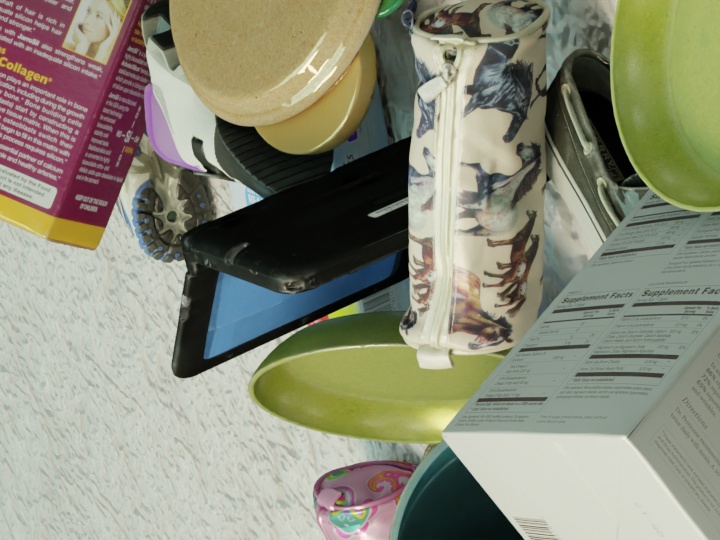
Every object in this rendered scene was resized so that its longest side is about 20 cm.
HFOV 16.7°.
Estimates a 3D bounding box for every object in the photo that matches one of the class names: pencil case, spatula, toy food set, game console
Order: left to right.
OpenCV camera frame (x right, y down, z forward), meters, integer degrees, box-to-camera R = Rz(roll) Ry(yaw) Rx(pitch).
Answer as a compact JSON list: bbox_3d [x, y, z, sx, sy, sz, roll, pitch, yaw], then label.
[{"bbox_3d":[-0.082,-0.072,1.630,0.200,0.021,0.057,32,131,46],"label":"spatula"},{"bbox_3d":[-0.042,-0.182,1.489,0.200,0.049,0.198,34,105,46],"label":"toy food set"},{"bbox_3d":[0.000,0.000,1.472,0.176,0.200,0.116,19,127,52],"label":"game console"},{"bbox_3d":[0.023,0.234,1.724,0.087,0.087,0.200,16,124,54],"label":"pencil case"},{"bbox_3d":[0.060,-0.049,1.337,0.078,0.089,0.200,17,116,36],"label":"pencil case"}]

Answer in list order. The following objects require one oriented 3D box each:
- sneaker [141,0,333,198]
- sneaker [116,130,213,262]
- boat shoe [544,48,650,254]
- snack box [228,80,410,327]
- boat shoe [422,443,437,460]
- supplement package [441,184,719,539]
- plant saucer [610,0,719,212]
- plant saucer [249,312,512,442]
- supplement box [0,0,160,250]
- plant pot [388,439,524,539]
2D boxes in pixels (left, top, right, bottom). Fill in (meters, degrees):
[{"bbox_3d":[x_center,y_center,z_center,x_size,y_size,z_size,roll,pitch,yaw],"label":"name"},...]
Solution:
[{"bbox_3d":[-0.077,-0.089,1.567,0.200,0.074,0.089,53,149,42],"label":"sneaker"},{"bbox_3d":[-0.171,-0.106,1.810,0.085,0.077,0.200,32,135,56],"label":"sneaker"},{"bbox_3d":[0.159,-0.032,1.320,0.200,0.071,0.064,55,150,22],"label":"boat shoe"},{"bbox_3d":[-0.034,-0.058,1.636,0.142,0.053,0.200,20,127,51],"label":"snack box"},{"bbox_3d":[0.091,0.201,1.621,0.076,0.072,0.200,164,90,-75],"label":"boat shoe"},{"bbox_3d":[0.180,0.063,1.178,0.152,0.200,0.151,51,154,-19],"label":"supplement package"},{"bbox_3d":[0.190,-0.123,1.166,0.200,0.031,0.200,-28,57,53],"label":"plant saucer"},{"bbox_3d":[0.033,0.063,1.492,0.200,0.200,0.031,144,132,-61],"label":"plant saucer"},{"bbox_3d":[-0.217,-0.131,1.695,0.131,0.103,0.200,24,93,15],"label":"supplement box"},{"bbox_3d":[0.105,0.203,1.474,0.200,0.200,0.188,57,163,16],"label":"plant pot"}]
